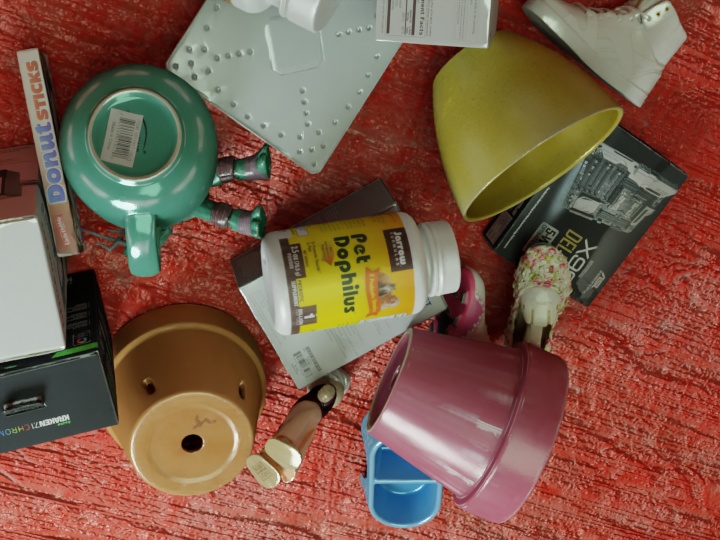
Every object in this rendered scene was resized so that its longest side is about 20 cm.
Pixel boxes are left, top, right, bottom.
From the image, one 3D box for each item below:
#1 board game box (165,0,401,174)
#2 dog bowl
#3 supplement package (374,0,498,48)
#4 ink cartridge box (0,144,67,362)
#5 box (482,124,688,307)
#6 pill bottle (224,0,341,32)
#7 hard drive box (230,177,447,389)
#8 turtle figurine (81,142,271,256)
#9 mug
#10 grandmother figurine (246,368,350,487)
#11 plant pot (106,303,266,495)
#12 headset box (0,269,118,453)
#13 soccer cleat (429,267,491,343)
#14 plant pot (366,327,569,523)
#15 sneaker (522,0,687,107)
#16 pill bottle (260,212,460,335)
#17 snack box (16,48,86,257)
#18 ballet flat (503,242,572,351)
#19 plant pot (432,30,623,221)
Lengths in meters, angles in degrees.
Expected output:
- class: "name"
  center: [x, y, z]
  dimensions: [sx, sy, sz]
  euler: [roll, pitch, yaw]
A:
- class: "board game box"
  center: [-0.071, -0.235, 1.211]
  dimensions: [0.199, 0.026, 0.201]
  euler: [33, 89, -26]
- class: "dog bowl"
  center: [0.056, 0.245, 1.465]
  dimensions: [0.110, 0.050, 0.201]
  euler: [0, 129, -1]
- class: "supplement package"
  center: [0.082, -0.326, 1.130]
  dimensions: [0.110, 0.156, 0.202]
  euler: [6, 108, 8]
- class: "ink cartridge box"
  center: [-0.345, -0.020, 1.172]
  dimensions: [0.083, 0.200, 0.147]
  euler: [-10, 118, -9]
- class: "box"
  center: [0.264, -0.076, 1.388]
  dimensions: [0.157, 0.050, 0.201]
  euler: [29, 106, -25]
- class: "pill bottle"
  center: [-0.109, -0.307, 1.098]
  dimensions: [0.199, 0.114, 0.115]
  euler: [29, 108, 5]
- class: "hard drive box"
  center: [-0.023, 0.016, 1.345]
  dimensions: [0.199, 0.077, 0.157]
  euler: [-28, 119, 0]
- class: "turtle figurine"
  center: [-0.196, -0.088, 1.237]
  dimensions: [0.198, 0.101, 0.151]
  euler: [3, 97, 3]
- class: "mug"
  center: [-0.204, -0.107, 1.133]
  dimensions: [0.152, 0.114, 0.186]
  euler: [-35, 90, -8]
- class: "grandmother figurine"
  center: [-0.064, 0.171, 1.356]
  dimensions: [0.121, 0.200, 0.061]
  euler: [-33, 99, 32]
- class: "plant pot"
  center: [-0.198, 0.159, 1.335]
  dimensions: [0.198, 0.140, 0.202]
  euler: [-6, 118, -11]
- class: "headset box"
  center: [-0.350, 0.100, 1.232]
  dimensions: [0.173, 0.200, 0.094]
  euler: [-13, 119, -7]
- class: "soccer cleat"
  center: [0.127, 0.083, 1.429]
  dimensions: [0.086, 0.070, 0.201]
  euler: [1, 121, -24]
- class: "plant pot"
  center: [0.111, 0.158, 1.325]
  dimensions: [0.178, 0.200, 0.201]
  euler: [23, 109, -5]
- class: "sneaker"
  center: [0.272, -0.276, 1.285]
  dimensions: [0.199, 0.074, 0.116]
  euler: [28, 105, -35]
- class: "pill bottle"
  center: [0.000, 0.000, 1.238]
  dimensions: [0.198, 0.109, 0.110]
  euler: [-9, 118, -10]
- class: "snack box"
  center: [-0.306, -0.116, 1.170]
  dimensions: [0.024, 0.072, 0.202]
  euler: [-11, 96, -7]
- class: "ballet flat"
  center: [0.210, 0.054, 1.393]
  dimensions: [0.075, 0.064, 0.201]
  euler: [3, 139, 4]
- class: "plant pot"
  center: [0.156, -0.167, 1.249]
  dimensions: [0.199, 0.200, 0.143]
  euler: [-32, 78, 3]
